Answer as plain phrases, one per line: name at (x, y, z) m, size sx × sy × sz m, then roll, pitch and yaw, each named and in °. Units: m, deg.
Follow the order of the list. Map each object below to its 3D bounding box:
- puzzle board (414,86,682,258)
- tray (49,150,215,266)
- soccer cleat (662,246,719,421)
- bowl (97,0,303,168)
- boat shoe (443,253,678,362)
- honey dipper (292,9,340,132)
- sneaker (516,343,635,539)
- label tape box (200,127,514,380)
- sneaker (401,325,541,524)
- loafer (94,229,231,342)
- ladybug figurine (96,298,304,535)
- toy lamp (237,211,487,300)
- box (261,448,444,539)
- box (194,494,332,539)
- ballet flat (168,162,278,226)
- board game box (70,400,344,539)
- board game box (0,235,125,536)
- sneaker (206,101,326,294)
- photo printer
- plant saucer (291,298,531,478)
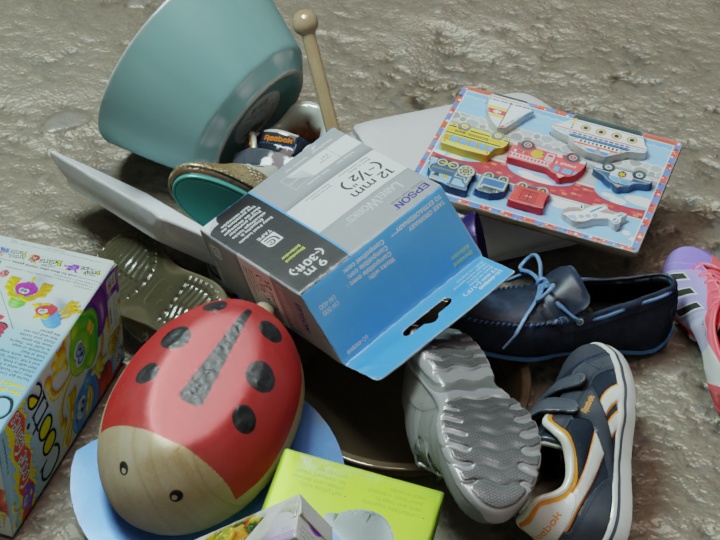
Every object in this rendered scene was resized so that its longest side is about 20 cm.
puzzle board at (0.155, -0.088, 1.604) m, size 0.198 × 0.018 × 0.151 m, roll 17°, pitch 46°, yaw 14°
tray at (-0.176, -0.047, 1.586) m, size 0.107 × 0.022 × 0.199 m, roll 26°, pitch 2°, yaw -40°
soccer cleat at (0.286, 0.037, 1.515) m, size 0.066 × 0.077 × 0.201 m, roll -4°, pitch 40°, yaw -5°
bowl at (-0.125, -0.160, 1.680) m, size 0.105 × 0.202 × 0.201 m, roll 40°, pitch 51°, yaw 13°
boat shoe at (0.156, 0.022, 1.510) m, size 0.198 × 0.069 × 0.084 m, roll -4°, pitch 38°, yaw -27°
honey dipper at (-0.025, -0.120, 1.619) m, size 0.038 × 0.202 × 0.038 m, roll -14°, pitch 5°, yaw 1°
sneaker at (0.150, 0.118, 1.391) m, size 0.079 × 0.079 × 0.201 m, roll 25°, pitch 38°, yaw -16°
label tape box at (-0.005, -0.015, 1.438) m, size 0.143 × 0.067 × 0.199 m, roll -38°, pitch 40°, yaw -21°
sneaker at (0.075, 0.122, 1.358) m, size 0.074 × 0.083 × 0.201 m, roll 6°, pitch 28°, yaw -14°
loafer at (-0.156, 0.029, 1.531) m, size 0.076 × 0.068 × 0.200 m, roll -45°, pitch 37°, yaw -10°
ladybug figurine at (-0.111, 0.093, 1.369) m, size 0.135 × 0.072 × 0.201 m, roll 21°, pitch 55°, yaw 8°
toy lamp at (0.000, 0.000, 1.515) m, size 0.198 × 0.059 × 0.059 m, roll -11°, pitch 38°, yaw 12°
box at (-0.025, 0.223, 1.290) m, size 0.121 × 0.048 × 0.201 m, roll 14°, pitch 48°, yaw 6°
box at (-0.109, 0.205, 1.260) m, size 0.199 × 0.042 × 0.039 m, roll -27°, pitch 32°, yaw 24°
ballet flat at (-0.065, -0.045, 1.566) m, size 0.199 × 0.070 × 0.066 m, roll 32°, pitch 46°, yaw -20°
board game box at (-0.108, 0.162, 1.395) m, size 0.199 × 0.039 × 0.158 m, roll -29°, pitch 56°, yaw -27°
board game box at (-0.265, 0.082, 1.436) m, size 0.104 × 0.104 × 0.201 m, roll 12°, pitch 41°, yaw 14°
sneaker at (-0.079, -0.068, 1.637) m, size 0.078 × 0.080 × 0.201 m, roll 12°, pitch 43°, yaw 12°
photo printer at (0.105, -0.078, 1.655) m, size 0.198 × 0.070 × 0.167 m, roll -11°, pitch 42°, yaw -14°
plant saucer at (0.033, 0.091, 1.487) m, size 0.198 × 0.030 × 0.201 m, roll 0°, pitch 39°, yaw 0°
